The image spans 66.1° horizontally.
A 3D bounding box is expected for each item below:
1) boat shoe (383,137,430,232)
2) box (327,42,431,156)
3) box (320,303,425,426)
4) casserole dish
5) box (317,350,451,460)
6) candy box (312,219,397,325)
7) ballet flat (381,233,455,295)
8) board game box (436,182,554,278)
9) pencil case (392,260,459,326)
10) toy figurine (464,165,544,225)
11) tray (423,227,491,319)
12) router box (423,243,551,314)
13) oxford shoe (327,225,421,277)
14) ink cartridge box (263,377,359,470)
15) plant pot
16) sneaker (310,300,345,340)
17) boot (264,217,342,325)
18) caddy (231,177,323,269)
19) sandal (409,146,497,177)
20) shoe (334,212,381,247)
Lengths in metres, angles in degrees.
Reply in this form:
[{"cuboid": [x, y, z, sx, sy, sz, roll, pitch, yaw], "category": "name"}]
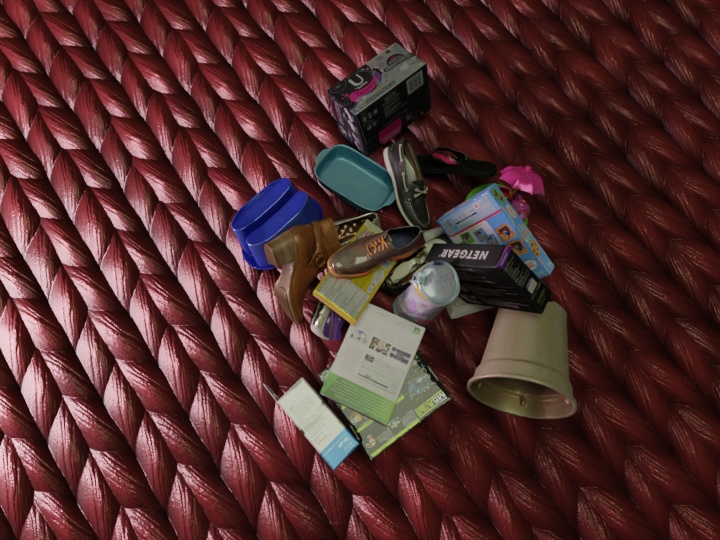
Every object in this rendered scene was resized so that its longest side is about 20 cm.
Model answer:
[{"cuboid": [0.112, -0.185, 1.193, 0.073, 0.060, 0.204, -9, 78, -47], "category": "boat shoe"}, {"cuboid": [0.044, -0.379, 1.224, 0.199, 0.133, 0.115, -39, 58, -11], "category": "box"}, {"cuboid": [0.025, 0.176, 1.073, 0.142, 0.036, 0.203, 23, 72, 8], "category": "box"}, {"cuboid": [-0.011, -0.196, 1.218, 0.198, 0.039, 0.122, 33, 61, 8], "category": "casserole dish"}, {"cuboid": [0.046, 0.232, 1.097, 0.198, 0.048, 0.195, -34, 78, -11], "category": "box"}, {"cuboid": [0.000, 0.000, 1.103, 0.101, 0.026, 0.201, 35, 64, 3], "category": "candy box"}, {"cuboid": [0.129, -0.015, 1.144, 0.198, 0.068, 0.068, -36, 74, -1], "category": "ballet flat"}, {"cuboid": [0.265, -0.054, 1.099, 0.201, 0.150, 0.037, 53, 51, -7], "category": "board game box"}, {"cuboid": [0.123, 0.052, 1.071, 0.089, 0.200, 0.085, -4, 71, -11], "category": "pencil case"}, {"cuboid": [0.302, -0.125, 1.125, 0.147, 0.184, 0.204, 8, 72, -4], "category": "toy figurine"}, {"cuboid": [0.212, -0.007, 1.182, 0.105, 0.022, 0.204, -14, 74, -6], "category": "tray"}, {"cuboid": [0.233, 0.012, 1.035, 0.149, 0.199, 0.052, 40, 73, -28], "category": "router box"}, {"cuboid": [0.028, -0.046, 1.073, 0.197, 0.073, 0.072, -22, 74, -20], "category": "oxford shoe"}, {"cuboid": [-0.091, 0.273, 1.046, 0.068, 0.116, 0.200, -41, 78, -12], "category": "ink cartridge box"}, {"cuboid": [0.317, 0.158, 1.059, 0.196, 0.202, 0.186, 15, 62, 4], "category": "plant pot"}, {"cuboid": [-0.035, 0.051, 1.148, 0.083, 0.080, 0.203, 30, 73, -17], "category": "sneaker"}, {"cuboid": [-0.100, 0.002, 1.122, 0.153, 0.203, 0.073, -26, 36, -27], "category": "boot"}, {"cuboid": [-0.171, -0.093, 1.163, 0.200, 0.106, 0.141, -43, 54, -11], "category": "caddy"}, {"cuboid": [0.201, -0.242, 1.207, 0.196, 0.046, 0.075, 11, 39, 23], "category": "sandal"}, {"cuboid": [-0.049, -0.078, 1.185, 0.196, 0.053, 0.071, -20, 74, -6], "category": "shoe"}]
